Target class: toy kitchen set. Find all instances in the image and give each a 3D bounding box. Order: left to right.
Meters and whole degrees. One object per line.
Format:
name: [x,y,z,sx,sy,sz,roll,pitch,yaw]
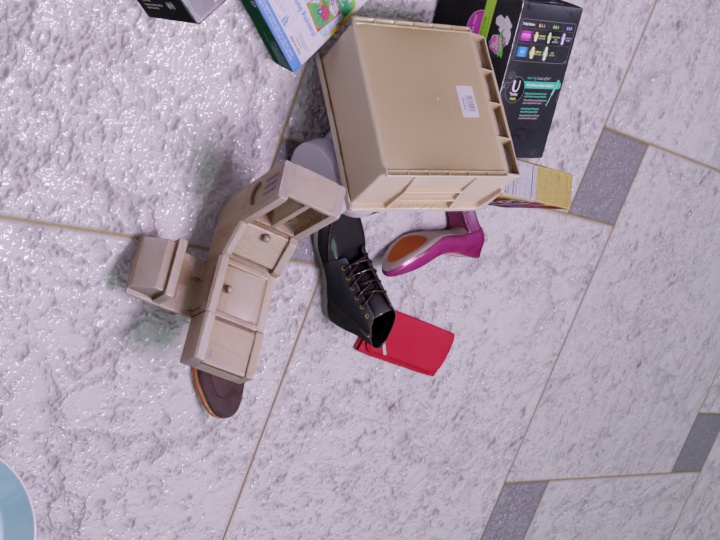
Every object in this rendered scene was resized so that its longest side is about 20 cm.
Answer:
toy kitchen set: [-0.145,-0.008,1.218,0.161,0.180,0.203,22,66,-25]

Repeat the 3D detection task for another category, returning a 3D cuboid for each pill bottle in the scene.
pill bottle: [0.018,-0.132,1.386,0.198,0.115,0.118,-19,126,-36]

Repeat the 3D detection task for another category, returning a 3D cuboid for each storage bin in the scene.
storage bin: [0.069,-0.181,1.308,0.195,0.203,0.094,-2,160,-30]

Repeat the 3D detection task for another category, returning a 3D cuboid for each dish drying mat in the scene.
dish drying mat: [0.071,0.108,1.656,0.199,0.018,0.078,23,95,-49]

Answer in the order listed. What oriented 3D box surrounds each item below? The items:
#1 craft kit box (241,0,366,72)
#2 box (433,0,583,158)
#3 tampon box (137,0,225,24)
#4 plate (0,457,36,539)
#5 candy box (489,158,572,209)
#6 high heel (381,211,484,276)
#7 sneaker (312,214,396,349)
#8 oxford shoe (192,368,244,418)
craft kit box: [-0.057,-0.361,1.231,0.197,0.048,0.201,-44,137,-13]
box: [0.173,-0.264,1.435,0.123,0.148,0.203,-6,117,-40]
tampon box: [-0.177,-0.356,1.023,0.150,0.126,0.201,-43,122,-16]
plate: [-0.447,0.286,1.189,0.197,0.025,0.204,7,77,-33]
candy box: [0.200,-0.121,1.550,0.198,0.115,0.058,7,88,-52]
high heel: [0.106,-0.018,1.580,0.200,0.067,0.097,-40,127,-39]
sneaker: [0.000,0.000,1.454,0.074,0.106,0.203,-28,131,-29]
oxford shoe: [-0.163,0.107,1.383,0.070,0.072,0.203,-19,126,-35]
